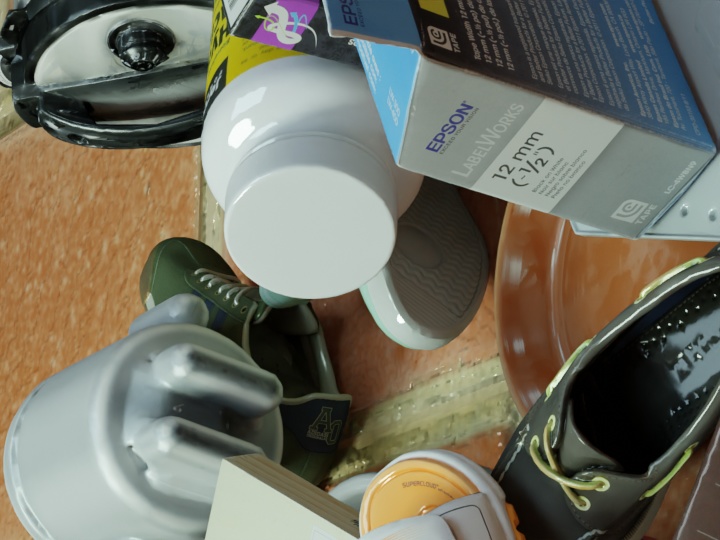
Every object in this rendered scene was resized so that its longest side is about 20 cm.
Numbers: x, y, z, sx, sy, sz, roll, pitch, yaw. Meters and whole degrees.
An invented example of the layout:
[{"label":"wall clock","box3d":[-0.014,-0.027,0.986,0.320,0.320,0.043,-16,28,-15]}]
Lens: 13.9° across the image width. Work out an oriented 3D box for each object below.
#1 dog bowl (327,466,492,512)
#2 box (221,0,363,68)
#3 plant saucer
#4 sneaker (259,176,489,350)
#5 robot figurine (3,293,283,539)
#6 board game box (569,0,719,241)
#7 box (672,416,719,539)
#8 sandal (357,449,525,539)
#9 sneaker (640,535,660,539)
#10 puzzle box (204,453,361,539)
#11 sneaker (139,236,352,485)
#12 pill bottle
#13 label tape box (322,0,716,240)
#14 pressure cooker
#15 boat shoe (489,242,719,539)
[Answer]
[{"label":"dog bowl","box3d":[0.018,0.190,1.456,0.200,0.059,0.200,-28,56,54]},{"label":"box","box3d":[0.016,-0.150,1.435,0.036,0.200,0.143,-55,37,36]},{"label":"plant saucer","box3d":[0.129,-0.009,1.360,0.200,0.032,0.201,-28,56,53]},{"label":"sneaker","box3d":[0.000,0.000,1.532,0.118,0.074,0.201,-52,29,27]},{"label":"robot figurine","box3d":[-0.117,0.095,1.556,0.200,0.113,0.170,-25,45,56]},{"label":"board game box","box3d":[0.175,-0.108,1.264,0.200,0.026,0.200,4,81,57]},{"label":"box","box3d":[0.160,0.156,1.165,0.100,0.075,0.200,24,106,19]},{"label":"sandal","box3d":[0.036,0.154,1.192,0.079,0.059,0.207,-48,47,30]},{"label":"sneaker","box3d":[0.115,0.151,1.293,0.200,0.098,0.071,18,83,37]},{"label":"puzzle box","box3d":[-0.001,0.181,1.306,0.200,0.025,0.133,28,112,39]},{"label":"sneaker","box3d":[-0.056,0.035,1.627,0.090,0.067,0.200,-60,42,34]},{"label":"pill bottle","box3d":[-0.022,-0.081,1.450,0.111,0.111,0.200,-55,21,35]},{"label":"label tape box","box3d":[0.041,-0.105,1.258,0.066,0.200,0.143,-51,39,34]},{"label":"pressure cooker","box3d":[-0.116,-0.161,1.688,0.176,0.178,0.200,-38,48,45]},{"label":"boat shoe","box3d":[0.105,0.062,1.215,0.201,0.061,0.072,-49,67,23]}]
